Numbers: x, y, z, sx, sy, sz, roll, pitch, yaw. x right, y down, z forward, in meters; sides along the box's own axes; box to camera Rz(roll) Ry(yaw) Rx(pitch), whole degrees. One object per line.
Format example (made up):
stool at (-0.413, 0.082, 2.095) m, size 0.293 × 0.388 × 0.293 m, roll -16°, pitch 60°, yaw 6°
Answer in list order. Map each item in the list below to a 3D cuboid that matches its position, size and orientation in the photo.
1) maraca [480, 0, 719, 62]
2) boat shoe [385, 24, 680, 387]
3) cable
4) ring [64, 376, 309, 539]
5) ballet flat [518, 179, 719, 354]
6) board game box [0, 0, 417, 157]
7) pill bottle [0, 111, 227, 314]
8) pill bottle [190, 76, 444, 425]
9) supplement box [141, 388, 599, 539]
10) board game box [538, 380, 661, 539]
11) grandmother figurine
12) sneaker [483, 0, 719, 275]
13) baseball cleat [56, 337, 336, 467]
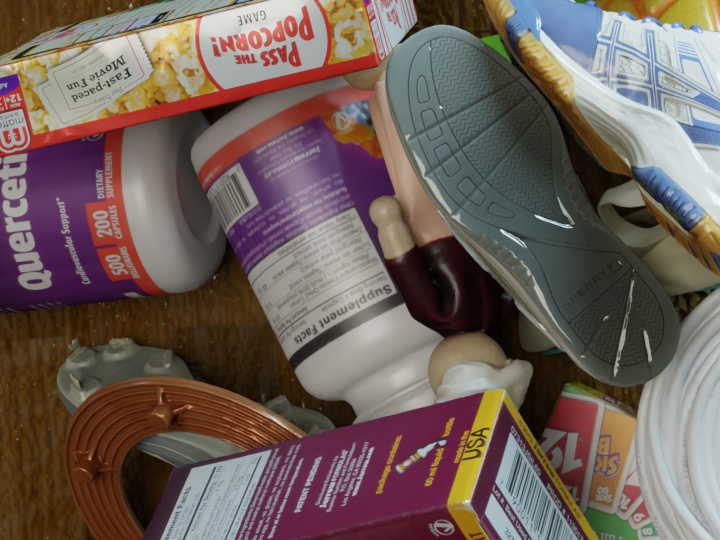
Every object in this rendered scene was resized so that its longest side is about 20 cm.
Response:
maraca at (0.155, -0.107, 1.351) m, size 0.200 × 0.137 × 0.107 m, roll 12°, pitch 127°, yaw 22°
boat shoe at (0.079, -0.028, 1.294) m, size 0.074 × 0.065 × 0.202 m, roll -39°, pitch 90°, yaw -11°
cable at (0.240, 0.086, 1.332) m, size 0.200 × 0.069 × 0.200 m, roll 18°, pitch 100°, yaw 9°
ring at (-0.074, 0.138, 1.417) m, size 0.200 × 0.019 × 0.200 m, roll 17°, pitch 136°, yaw 17°
ballet flat at (0.133, -0.012, 1.345) m, size 0.200 × 0.069 × 0.070 m, roll -25°, pitch 81°, yaw 49°
board game box at (-0.080, -0.112, 1.327) m, size 0.200 × 0.152 × 0.046 m, roll -13°, pitch 101°, yaw 12°
pill bottle at (-0.181, -0.034, 1.468) m, size 0.200 × 0.112 × 0.113 m, roll -8°, pitch 88°, yaw 19°
pill bottle at (0.000, 0.000, 1.407) m, size 0.111 × 0.111 × 0.200 m, roll -29°, pitch 81°, yaw 17°
supplement box at (0.001, 0.143, 1.308) m, size 0.200 × 0.086 × 0.110 m, roll -16°, pitch 121°, yaw 29°
board game box at (0.112, 0.169, 1.415) m, size 0.096 × 0.030 × 0.200 m, roll 26°, pitch 101°, yaw 17°
grandmother figurine at (0.044, -0.010, 1.335) m, size 0.061 × 0.121 × 0.200 m, roll -27°, pitch 68°, yaw 46°
sneaker at (0.143, -0.087, 1.263) m, size 0.088 × 0.075 × 0.200 m, roll -41°, pitch 65°, yaw -3°
baseball cleat at (-0.087, 0.104, 1.460) m, size 0.200 × 0.070 × 0.106 m, roll 19°, pitch 137°, yaw 40°
